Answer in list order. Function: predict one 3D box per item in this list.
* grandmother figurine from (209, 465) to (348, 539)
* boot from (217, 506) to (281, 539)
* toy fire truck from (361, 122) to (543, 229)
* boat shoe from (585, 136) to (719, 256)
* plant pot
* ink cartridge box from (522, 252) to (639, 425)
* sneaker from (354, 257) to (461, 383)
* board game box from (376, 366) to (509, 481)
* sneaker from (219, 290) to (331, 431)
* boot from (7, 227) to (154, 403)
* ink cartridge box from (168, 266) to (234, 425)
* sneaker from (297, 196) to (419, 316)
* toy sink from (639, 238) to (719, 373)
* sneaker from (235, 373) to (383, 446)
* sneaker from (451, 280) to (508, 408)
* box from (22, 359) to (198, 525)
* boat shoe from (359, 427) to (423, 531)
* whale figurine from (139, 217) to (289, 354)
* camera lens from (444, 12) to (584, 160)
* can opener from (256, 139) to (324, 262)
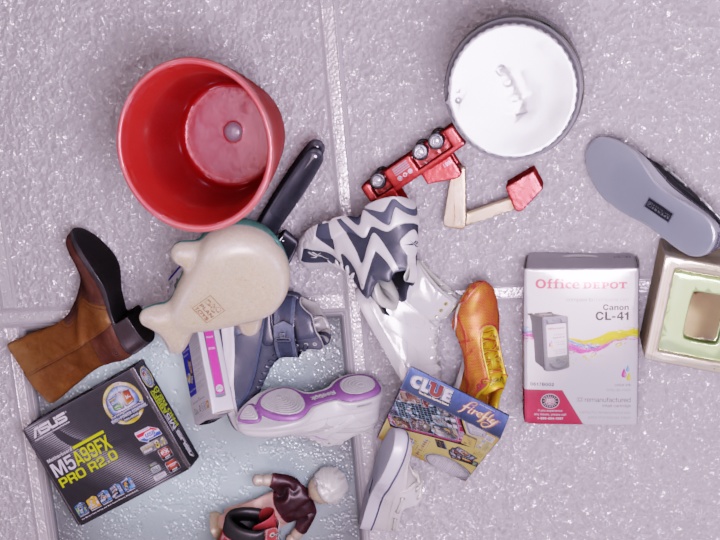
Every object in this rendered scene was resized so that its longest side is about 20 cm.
[{"bbox_3d":[-0.109,0.321,1.630,0.197,0.061,0.122,-24,125,11],"label":"grandmother figurine"},{"bbox_3d":[-0.102,0.389,1.603,0.197,0.073,0.146,19,121,-13],"label":"boot"},{"bbox_3d":[0.115,-0.105,1.497,0.198,0.049,0.142,-33,97,16],"label":"toy fire truck"},{"bbox_3d":[0.361,-0.095,1.445,0.199,0.068,0.074,38,120,25],"label":"boat shoe"},{"bbox_3d":[-0.179,-0.162,1.466,0.197,0.177,0.204,2,101,10],"label":"plant pot"},{"bbox_3d":[0.275,0.086,1.493,0.145,0.086,0.204,0,104,10],"label":"ink cartridge box"},{"bbox_3d":[0.089,0.083,1.531,0.114,0.074,0.202,-29,101,11],"label":"sneaker"},{"bbox_3d":[0.100,0.197,1.503,0.134,0.201,0.035,26,65,3],"label":"board game box"},{"bbox_3d":[-0.110,0.121,1.573,0.143,0.077,0.206,0,113,2],"label":"sneaker"},{"bbox_3d":[-0.402,0.061,1.630,0.198,0.069,0.190,-27,104,22],"label":"boot"},{"bbox_3d":[-0.211,0.095,1.559,0.037,0.095,0.203,-10,79,-24],"label":"ink cartridge box"},{"bbox_3d":[0.000,0.000,1.480,0.197,0.079,0.132,-20,71,36],"label":"sneaker"},{"bbox_3d":[0.450,0.051,1.440,0.196,0.112,0.133,11,105,7],"label":"toy sink"},{"bbox_3d":[-0.064,0.200,1.557,0.196,0.075,0.101,-8,127,-13],"label":"sneaker"},{"bbox_3d":[0.160,0.110,1.516,0.072,0.077,0.204,-15,113,-32],"label":"sneaker"},{"bbox_3d":[-0.347,0.241,1.657,0.198,0.044,0.162,-28,97,14],"label":"box"},{"bbox_3d":[0.049,0.279,1.557,0.069,0.072,0.202,12,132,-4],"label":"boat shoe"},{"bbox_3d":[-0.180,0.016,1.481,0.199,0.104,0.159,-36,117,15],"label":"whale figurine"},{"bbox_3d":[0.180,-0.215,1.382,0.157,0.200,0.163,2,103,9],"label":"camera lens"},{"bbox_3d":[-0.100,-0.082,1.531,0.078,0.064,0.202,22,112,-20],"label":"can opener"}]
